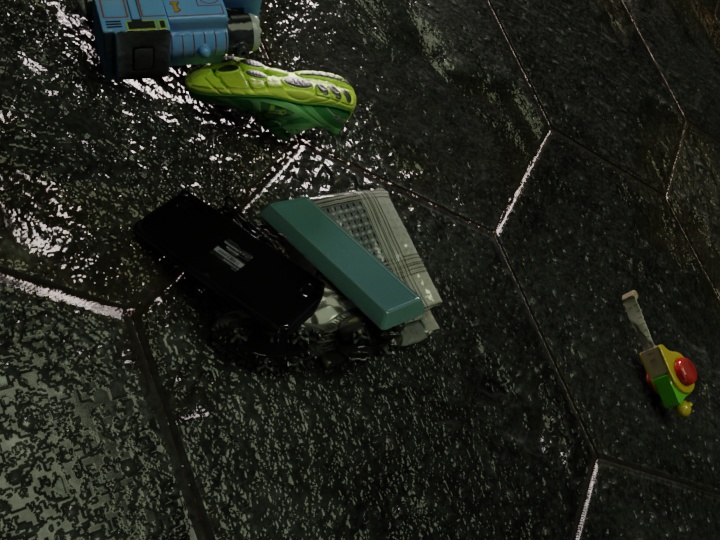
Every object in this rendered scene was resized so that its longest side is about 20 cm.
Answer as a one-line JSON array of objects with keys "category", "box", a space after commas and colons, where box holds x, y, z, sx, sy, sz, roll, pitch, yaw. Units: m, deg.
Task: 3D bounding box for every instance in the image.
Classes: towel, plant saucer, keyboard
[{"category": "towel", "box": [0.000, 0.000, 0.850, 0.191, 0.034, 0.203, -12, 75, -42]}, {"category": "plant saucer", "box": [-0.020, -0.015, 0.759, 0.069, 0.019, 0.200, -17, 51, -45]}, {"category": "keyboard", "box": [-0.121, -0.008, 0.720, 0.199, 0.040, 0.104, 34, 50, 18]}]

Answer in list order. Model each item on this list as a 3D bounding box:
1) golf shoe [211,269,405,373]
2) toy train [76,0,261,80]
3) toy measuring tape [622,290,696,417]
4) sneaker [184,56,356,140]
[{"category": "golf shoe", "box": [-0.055, 0.047, 0.746, 0.197, 0.078, 0.095, 1, 47, -18]}, {"category": "toy train", "box": [-0.196, -0.270, 0.786, 0.197, 0.087, 0.116, -11, 66, -24]}, {"category": "toy measuring tape", "box": [0.466, 0.126, 1.133, 0.073, 0.073, 0.203, -4, 70, -40]}, {"category": "sneaker", "box": [-0.104, -0.190, 0.844, 0.197, 0.084, 0.075, 7, 40, -16]}]
